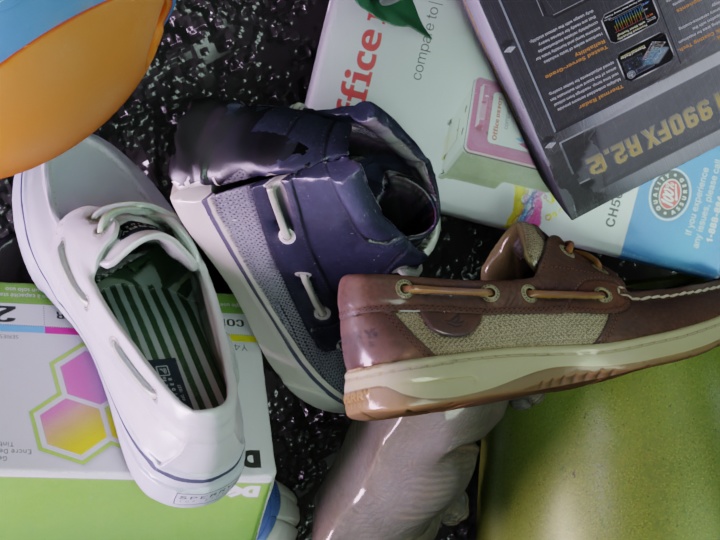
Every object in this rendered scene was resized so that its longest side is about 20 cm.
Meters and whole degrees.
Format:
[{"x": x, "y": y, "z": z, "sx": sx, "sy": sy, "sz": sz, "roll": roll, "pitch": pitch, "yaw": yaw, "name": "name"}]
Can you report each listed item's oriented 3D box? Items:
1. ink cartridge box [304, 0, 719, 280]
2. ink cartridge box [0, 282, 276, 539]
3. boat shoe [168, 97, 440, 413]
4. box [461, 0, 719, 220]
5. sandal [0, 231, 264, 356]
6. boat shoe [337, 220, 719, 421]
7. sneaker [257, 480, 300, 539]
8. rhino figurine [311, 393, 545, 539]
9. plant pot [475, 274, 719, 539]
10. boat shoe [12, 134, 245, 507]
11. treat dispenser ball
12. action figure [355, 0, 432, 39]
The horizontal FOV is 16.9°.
[{"x": 0.079, "y": -0.089, "z": 1.092, "sx": 0.199, "sy": 0.085, "sz": 0.145, "roll": 14, "pitch": 95, "yaw": 0, "name": "ink cartridge box"}, {"x": -0.110, "y": 0.106, "z": 1.024, "sx": 0.147, "sy": 0.201, "sz": 0.076, "roll": 3, "pitch": 138, "yaw": -14, "name": "ink cartridge box"}, {"x": 0.000, "y": 0.000, "z": 1.041, "sx": 0.200, "sy": 0.092, "sz": 0.075, "roll": 52, "pitch": 46, "yaw": -49, "name": "boat shoe"}, {"x": 0.141, "y": -0.133, "z": 0.988, "sx": 0.199, "sy": 0.048, "sz": 0.159, "roll": -27, "pitch": 124, "yaw": 1, "name": "box"}, {"x": -0.072, "y": 0.009, "z": 1.110, "sx": 0.199, "sy": 0.045, "sz": 0.076, "roll": -5, "pitch": 102, "yaw": -20, "name": "sandal"}, {"x": 0.077, "y": 0.014, "z": 1.009, "sx": 0.199, "sy": 0.072, "sz": 0.072, "roll": -9, "pitch": 84, "yaw": -28, "name": "boat shoe"}, {"x": -0.118, "y": 0.163, "z": 1.116, "sx": 0.089, "sy": 0.078, "sz": 0.200, "roll": 38, "pitch": 78, "yaw": -16, "name": "sneaker"}, {"x": 0.013, "y": 0.102, "z": 1.086, "sx": 0.087, "sy": 0.060, "sz": 0.201, "roll": -23, "pitch": 146, "yaw": -57, "name": "rhino figurine"}, {"x": 0.136, "y": 0.103, "z": 1.144, "sx": 0.199, "sy": 0.200, "sz": 0.194, "roll": -10, "pitch": 92, "yaw": -19, "name": "plant pot"}, {"x": -0.091, "y": 0.003, "z": 1.025, "sx": 0.073, "sy": 0.200, "sz": 0.067, "roll": -14, "pitch": 145, "yaw": -26, "name": "boat shoe"}, {"x": -0.170, "y": -0.133, "z": 0.961, "sx": 0.200, "sy": 0.201, "sz": 0.202, "roll": -4, "pitch": 102, "yaw": -20, "name": "treat dispenser ball"}, {"x": -0.041, "y": -0.190, "z": 1.020, "sx": 0.055, "sy": 0.200, "sz": 0.118, "roll": -41, "pitch": 152, "yaw": 7, "name": "action figure"}]
